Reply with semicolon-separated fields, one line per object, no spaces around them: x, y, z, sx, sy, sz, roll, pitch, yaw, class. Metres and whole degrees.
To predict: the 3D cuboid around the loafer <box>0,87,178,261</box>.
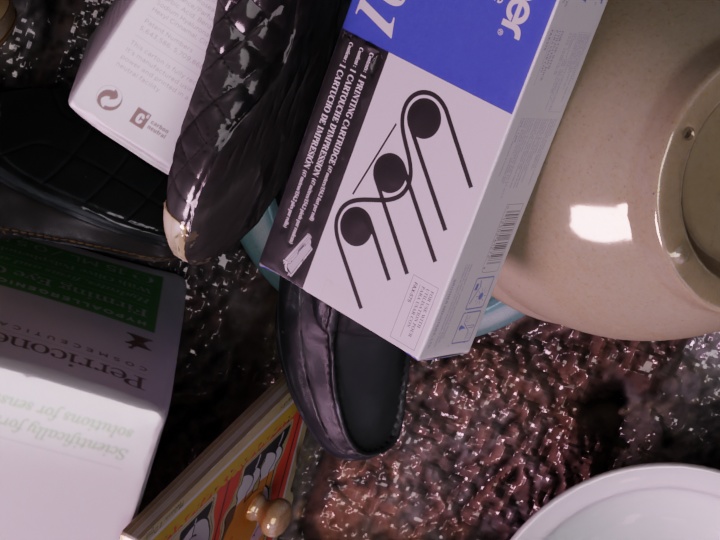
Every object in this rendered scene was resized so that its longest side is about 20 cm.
-0.163;-0.046;0.918;0.199;0.073;0.072;23;134;13;loafer

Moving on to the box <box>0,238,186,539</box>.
-0.204;0.090;0.925;0.198;0.171;0.201;16;110;-8;box

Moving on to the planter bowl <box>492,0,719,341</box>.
0.145;-0.054;0.866;0.200;0.135;0.201;-8;109;-25;planter bowl

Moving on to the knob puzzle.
-0.074;0.163;0.951;0.030;0.220;0.220;25;111;15;knob puzzle

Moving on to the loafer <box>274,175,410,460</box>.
0.000;0.000;0.917;0.070;0.068;0.201;14;117;40;loafer

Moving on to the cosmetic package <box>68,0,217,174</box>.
-0.047;-0.148;0.875;0.074;0.102;0.200;33;109;-15;cosmetic package

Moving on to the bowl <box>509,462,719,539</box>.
0.155;0.195;1.011;0.200;0.090;0.202;0;91;4;bowl

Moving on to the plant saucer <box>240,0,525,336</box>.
0.031;-0.051;0.957;0.199;0.027;0.201;-1;111;-2;plant saucer

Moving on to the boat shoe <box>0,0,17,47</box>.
-0.258;-0.123;0.882;0.199;0.072;0.068;-7;129;5;boat shoe

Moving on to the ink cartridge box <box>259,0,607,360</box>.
0.034;-0.073;0.817;0.094;0.044;0.201;30;109;29;ink cartridge box

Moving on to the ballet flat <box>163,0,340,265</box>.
-0.046;-0.096;0.824;0.057;0.066;0.201;29;113;27;ballet flat
